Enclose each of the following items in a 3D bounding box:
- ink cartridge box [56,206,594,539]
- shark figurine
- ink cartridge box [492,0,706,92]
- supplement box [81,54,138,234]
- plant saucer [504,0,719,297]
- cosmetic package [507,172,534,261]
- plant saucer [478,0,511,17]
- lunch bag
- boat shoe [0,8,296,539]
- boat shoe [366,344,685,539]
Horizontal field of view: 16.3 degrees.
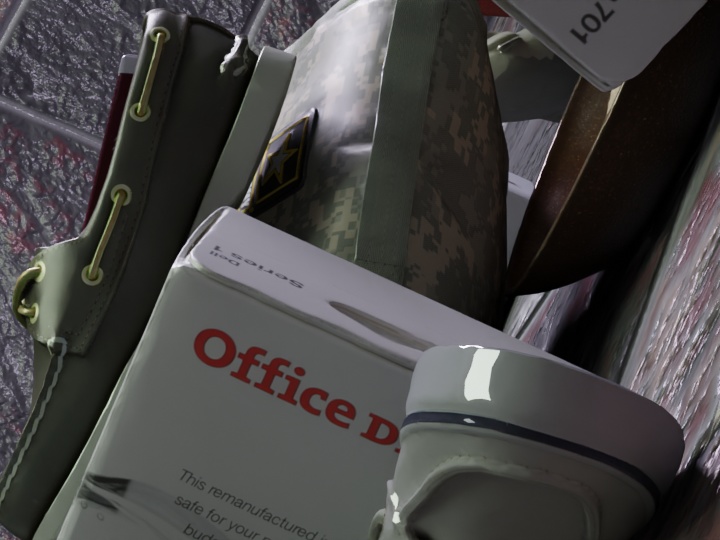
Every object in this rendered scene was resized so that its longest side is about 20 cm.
[{"bbox_3d":[-0.024,0.100,0.822,0.084,0.146,0.200,-64,-1,-73],"label":"ink cartridge box"},{"bbox_3d":[0.071,-0.075,1.123,0.128,0.214,0.090,44,155,59],"label":"shark figurine"},{"bbox_3d":[0.091,-0.165,0.840,0.146,0.086,0.200,-47,15,16],"label":"ink cartridge box"},{"bbox_3d":[-0.085,0.024,1.037,0.109,0.061,0.201,89,-171,-60],"label":"supplement box"},{"bbox_3d":[0.109,-0.076,0.937,0.200,0.037,0.201,-156,90,-88],"label":"plant saucer"},{"bbox_3d":[-0.012,0.013,1.402,0.166,0.167,0.200,-73,7,-84],"label":"cosmetic package"},{"bbox_3d":[0.123,-0.190,1.088,0.200,0.037,0.200,-40,11,19],"label":"plant saucer"},{"bbox_3d":[0.000,0.000,0.972,0.200,0.117,0.164,95,-176,-56],"label":"lunch bag"},{"bbox_3d":[-0.088,0.003,0.894,0.072,0.060,0.202,120,174,-78],"label":"boat shoe"},{"bbox_3d":[0.033,0.073,0.660,0.200,0.072,0.066,117,170,-72],"label":"boat shoe"}]
